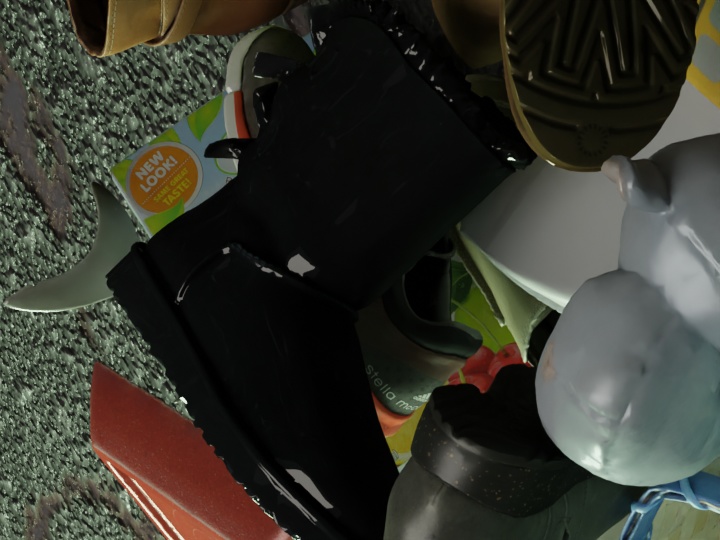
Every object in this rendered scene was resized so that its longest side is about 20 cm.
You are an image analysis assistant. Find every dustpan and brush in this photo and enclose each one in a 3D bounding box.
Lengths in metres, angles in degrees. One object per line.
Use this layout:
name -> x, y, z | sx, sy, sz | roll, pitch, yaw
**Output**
dustpan and brush -> 0.144, -0.007, 0.765 | 0.140, 0.057, 0.200 | -54, 53, 16

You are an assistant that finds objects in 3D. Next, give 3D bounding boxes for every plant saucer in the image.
plant saucer -> -0.047, 0.151, 1.006 | 0.199, 0.037, 0.200 | 25, 155, 48

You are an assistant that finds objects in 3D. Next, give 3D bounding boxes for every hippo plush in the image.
hippo plush -> 0.129, 0.025, 0.598 | 0.161, 0.159, 0.201 | 37, 104, 23

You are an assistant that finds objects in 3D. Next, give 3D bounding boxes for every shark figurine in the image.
shark figurine -> -0.086, 0.030, 1.051 | 0.128, 0.214, 0.090 | 42, 103, 14

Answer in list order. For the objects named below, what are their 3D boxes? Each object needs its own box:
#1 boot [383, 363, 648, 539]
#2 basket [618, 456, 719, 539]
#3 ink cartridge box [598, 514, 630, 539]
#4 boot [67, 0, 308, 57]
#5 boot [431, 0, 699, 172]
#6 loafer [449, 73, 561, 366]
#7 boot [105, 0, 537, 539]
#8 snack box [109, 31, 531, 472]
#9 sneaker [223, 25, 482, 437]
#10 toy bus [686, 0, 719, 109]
boot -> 0.044, 0.107, 0.731 | 0.067, 0.200, 0.131 | 31, 102, 24
basket -> 0.158, 0.149, 0.714 | 0.176, 0.200, 0.140 | 29, 132, 27
ink cartridge box -> 0.131, 0.198, 0.911 | 0.145, 0.083, 0.201 | 42, 140, 35
boot -> -0.075, -0.202, 0.905 | 0.077, 0.155, 0.201 | 30, 133, 45
boot -> 0.066, -0.108, 0.751 | 0.200, 0.066, 0.177 | 140, 134, -78
loafer -> 0.088, 0.000, 0.848 | 0.076, 0.068, 0.200 | -41, 79, 20
boot -> 0.001, 0.001, 0.766 | 0.198, 0.162, 0.073 | 50, -171, 36
snack box -> -0.006, -0.002, 0.937 | 0.201, 0.142, 0.053 | 56, 178, 19
sneaker -> 0.005, -0.030, 0.858 | 0.082, 0.077, 0.201 | -32, 62, 24
toy bus -> 0.154, -0.153, 0.676 | 0.078, 0.065, 0.201 | 49, 144, 27
